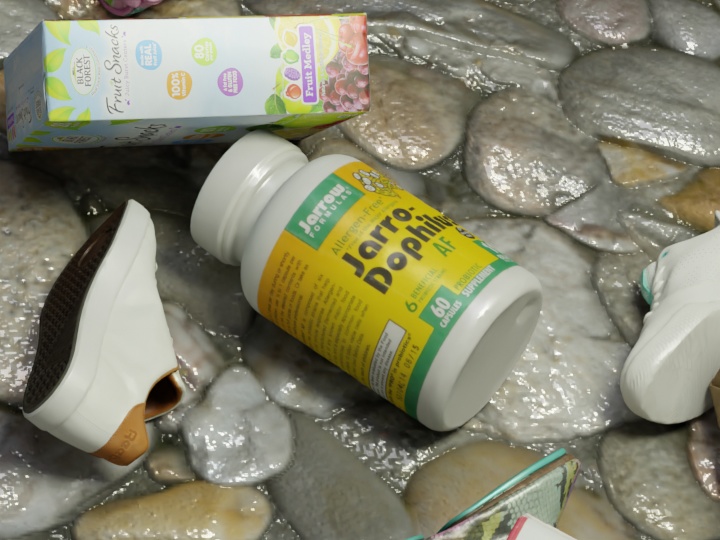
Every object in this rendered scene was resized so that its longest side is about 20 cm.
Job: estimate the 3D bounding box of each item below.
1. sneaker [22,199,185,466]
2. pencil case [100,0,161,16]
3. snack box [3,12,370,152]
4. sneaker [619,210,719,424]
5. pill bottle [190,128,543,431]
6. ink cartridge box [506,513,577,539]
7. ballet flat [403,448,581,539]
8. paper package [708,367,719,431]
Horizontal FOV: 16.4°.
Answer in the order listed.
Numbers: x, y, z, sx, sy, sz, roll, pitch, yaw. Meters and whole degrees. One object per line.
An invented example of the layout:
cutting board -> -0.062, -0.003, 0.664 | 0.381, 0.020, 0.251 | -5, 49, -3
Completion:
sneaker -> -0.142, 0.042, 1.471 | 0.085, 0.073, 0.200 | 37, 34, -20
pencil case -> -0.095, -0.240, 1.728 | 0.200, 0.088, 0.087 | -22, 55, -32
snack box -> -0.112, -0.115, 1.547 | 0.200, 0.169, 0.068 | -2, 87, -15
sneaker -> 0.205, 0.024, 1.566 | 0.088, 0.075, 0.200 | 21, 42, 31
pill bottle -> 0.000, 0.000, 1.498 | 0.200, 0.113, 0.113 | 34, 49, 19
ink cartridge box -> 0.060, 0.241, 1.220 | 0.083, 0.200, 0.145 | 27, 46, 7
ballet flat -> 0.051, 0.169, 1.389 | 0.200, 0.069, 0.071 | -23, 74, -26
paper package -> 0.327, 0.110, 1.461 | 0.200, 0.104, 0.191 | 1, 55, -15
